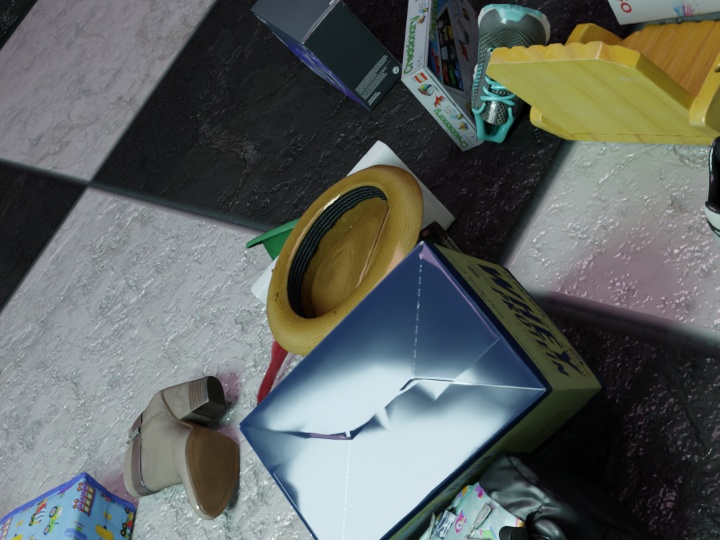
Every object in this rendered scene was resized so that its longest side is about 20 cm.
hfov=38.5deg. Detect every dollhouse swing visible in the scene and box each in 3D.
[{"bbox_3d":[0.246,-0.210,0.954,0.199,0.176,0.183,11,66,51],"label":"dollhouse swing"}]

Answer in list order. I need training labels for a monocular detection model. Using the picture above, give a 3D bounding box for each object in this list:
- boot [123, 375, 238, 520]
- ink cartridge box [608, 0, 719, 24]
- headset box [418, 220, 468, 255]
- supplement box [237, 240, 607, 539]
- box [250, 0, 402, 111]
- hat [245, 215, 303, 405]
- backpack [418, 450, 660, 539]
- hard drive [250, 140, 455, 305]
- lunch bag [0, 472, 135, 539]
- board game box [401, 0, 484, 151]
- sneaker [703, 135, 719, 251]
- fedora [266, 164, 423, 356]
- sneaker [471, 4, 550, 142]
[{"bbox_3d":[-0.207,0.214,1.144,0.146,0.070,0.201,-37,36,27],"label":"boot"},{"bbox_3d":[0.334,-0.348,0.998,0.199,0.146,0.145,6,51,48],"label":"ink cartridge box"},{"bbox_3d":[0.052,0.074,0.983,0.148,0.077,0.201,-34,37,19],"label":"headset box"},{"bbox_3d":[0.055,0.103,0.787,0.200,0.199,0.135,-44,69,14],"label":"supplement box"},{"bbox_3d":[-0.047,-0.310,1.377,0.079,0.141,0.200,-46,35,1],"label":"box"},{"bbox_3d":[-0.029,0.025,1.148,0.198,0.178,0.165,-21,0,28],"label":"hat"},{"bbox_3d":[0.103,0.237,0.734,0.201,0.166,0.127,-56,29,9],"label":"backpack"},{"bbox_3d":[-0.005,-0.018,1.077,0.200,0.132,0.027,-49,37,-1],"label":"hard drive"},{"bbox_3d":[-0.366,0.334,1.151,0.198,0.094,0.152,-19,45,24],"label":"lunch bag"},{"bbox_3d":[0.100,-0.251,1.183,0.034,0.126,0.202,-21,44,31],"label":"board game box"},{"bbox_3d":[0.331,-0.101,0.842,0.075,0.088,0.202,-9,50,43],"label":"sneaker"},{"bbox_3d":[0.000,0.000,0.971,0.199,0.082,0.202,-27,44,30],"label":"fedora"},{"bbox_3d":[0.150,-0.198,1.067,0.077,0.200,0.092,9,72,8],"label":"sneaker"}]
